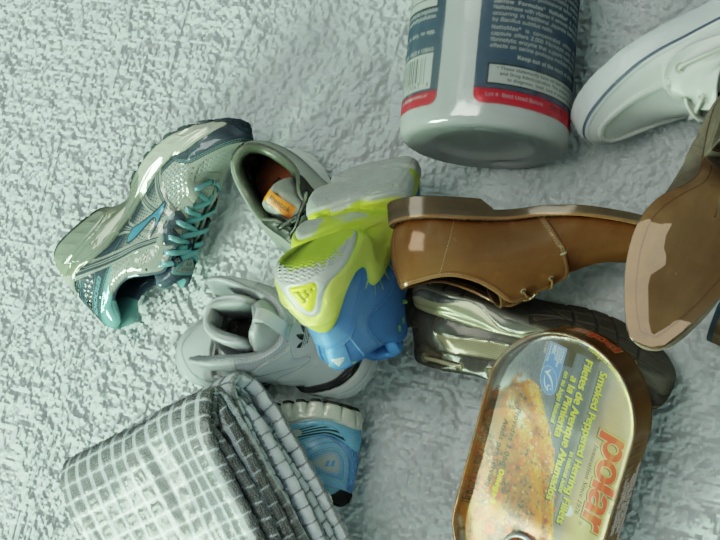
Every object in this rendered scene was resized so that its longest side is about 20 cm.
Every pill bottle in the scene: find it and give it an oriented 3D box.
[{"bbox_3d":[0.095,-0.182,1.637,0.119,0.120,0.201,-1,76,30],"label":"pill bottle"}]

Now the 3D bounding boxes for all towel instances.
[{"bbox_3d":[-0.104,0.189,1.615,0.165,0.086,0.200,-29,88,36],"label":"towel"}]

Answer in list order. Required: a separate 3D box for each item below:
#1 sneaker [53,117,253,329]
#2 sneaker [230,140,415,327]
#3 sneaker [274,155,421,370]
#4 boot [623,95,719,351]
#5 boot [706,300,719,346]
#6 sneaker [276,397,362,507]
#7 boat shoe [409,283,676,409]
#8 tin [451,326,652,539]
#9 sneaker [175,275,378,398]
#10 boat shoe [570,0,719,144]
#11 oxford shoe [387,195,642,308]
[{"bbox_3d":[-0.141,-0.034,1.771,0.200,0.078,0.086,-44,64,24],"label":"sneaker"},{"bbox_3d":[-0.028,-0.023,1.690,0.074,0.079,0.200,-50,59,7],"label":"sneaker"},{"bbox_3d":[0.000,0.000,1.608,0.076,0.200,0.105,-6,115,28],"label":"sneaker"},{"bbox_3d":[0.223,-0.029,1.500,0.070,0.146,0.200,27,82,10],"label":"boot"},{"bbox_3d":[0.310,-0.024,1.507,0.097,0.075,0.200,27,90,15],"label":"boot"},{"bbox_3d":[-0.091,0.150,1.680,0.200,0.078,0.090,-13,73,28],"label":"sneaker"},{"bbox_3d":[0.123,0.061,1.590,0.200,0.074,0.074,21,111,30],"label":"boat shoe"},{"bbox_3d":[0.128,0.133,1.536,0.112,0.042,0.201,27,113,30],"label":"tin"},{"bbox_3d":[-0.089,0.046,1.667,0.200,0.115,0.075,0,72,47],"label":"sneaker"},{"bbox_3d":[0.234,-0.135,1.568,0.200,0.074,0.065,-34,57,20],"label":"boat shoe"},{"bbox_3d":[0.117,-0.009,1.569,0.199,0.071,0.072,0,78,-4],"label":"oxford shoe"}]
